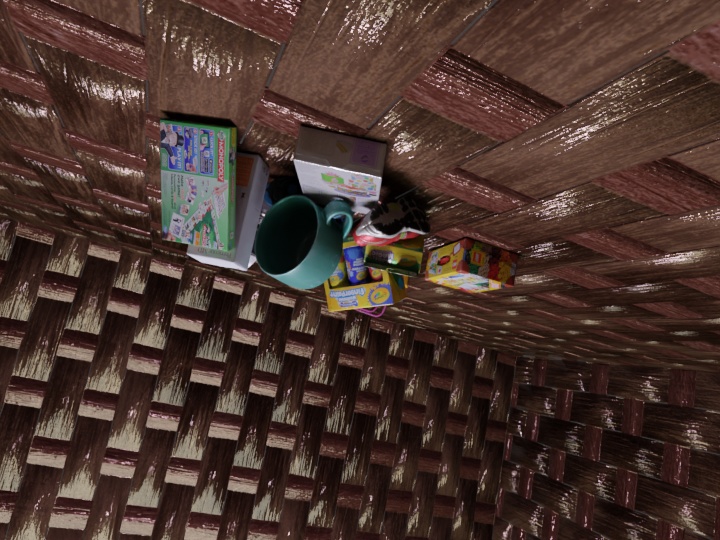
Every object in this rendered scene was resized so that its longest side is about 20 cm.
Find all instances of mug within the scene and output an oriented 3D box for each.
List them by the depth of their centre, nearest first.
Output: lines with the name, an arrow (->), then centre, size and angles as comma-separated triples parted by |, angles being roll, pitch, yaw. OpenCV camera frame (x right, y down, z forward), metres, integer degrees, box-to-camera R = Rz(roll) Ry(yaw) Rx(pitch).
mug -> -0.093, -0.045, 0.972 | 0.180, 0.158, 0.114 | 5, 164, 34

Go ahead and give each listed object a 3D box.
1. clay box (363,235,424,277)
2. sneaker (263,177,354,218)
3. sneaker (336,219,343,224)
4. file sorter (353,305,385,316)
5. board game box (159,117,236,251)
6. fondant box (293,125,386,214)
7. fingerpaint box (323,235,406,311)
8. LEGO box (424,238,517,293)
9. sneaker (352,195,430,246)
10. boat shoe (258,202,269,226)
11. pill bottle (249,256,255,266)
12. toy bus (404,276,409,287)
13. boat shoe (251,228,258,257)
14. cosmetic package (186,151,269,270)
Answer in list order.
clay box -> 0.072, -0.055, 1.063 | 0.110, 0.049, 0.201 | 11, -155, 3
sneaker -> -0.103, -0.134, 1.069 | 0.192, 0.076, 0.082 | 11, 169, 11
sneaker -> -0.084, -0.103, 1.190 | 0.111, 0.084, 0.200 | 13, 168, 8
file sorter -> -0.006, 0.026, 1.451 | 0.135, 0.129, 0.200 | 21, -172, -24
board game box -> -0.277, -0.145, 0.899 | 0.129, 0.208, 0.029 | 10, -163, 11
fondant box -> -0.032, -0.161, 0.894 | 0.139, 0.061, 0.200 | 12, 170, 1
fingerpaint box -> 0.000, 0.000, 1.257 | 0.195, 0.174, 0.072 | -8, -176, 36
LEGO box -> 0.265, -0.007, 1.286 | 0.144, 0.080, 0.199 | 15, 169, -15
sneaker -> 0.057, -0.085, 0.981 | 0.084, 0.079, 0.196 | -32, 166, 39
boat shoe -> -0.220, -0.137, 1.213 | 0.069, 0.067, 0.199 | 13, 171, -19
pill bottle -> -0.327, -0.097, 1.248 | 0.200, 0.114, 0.111 | 44, 155, -25
toy bus -> 0.054, 0.000, 1.603 | 0.192, 0.068, 0.078 | 11, 172, 8
boat shoe -> -0.188, -0.055, 1.261 | 0.196, 0.077, 0.060 | 7, -166, -44
cosmetic package -> -0.245, -0.114, 0.985 | 0.097, 0.208, 0.071 | 9, 170, 9
